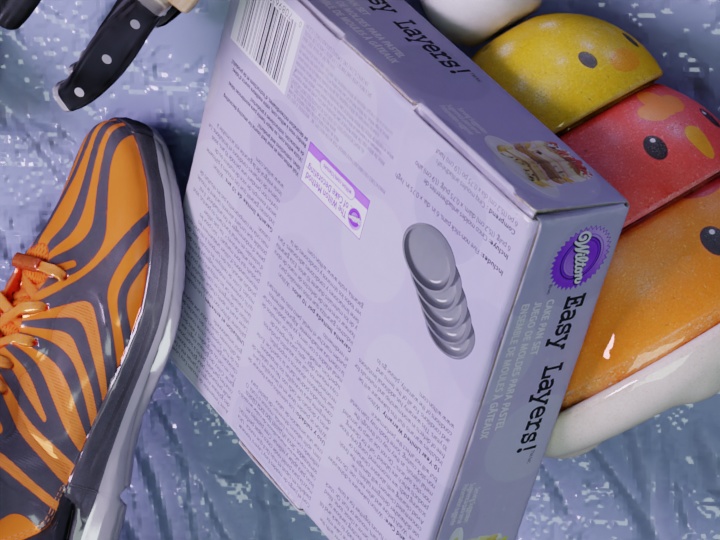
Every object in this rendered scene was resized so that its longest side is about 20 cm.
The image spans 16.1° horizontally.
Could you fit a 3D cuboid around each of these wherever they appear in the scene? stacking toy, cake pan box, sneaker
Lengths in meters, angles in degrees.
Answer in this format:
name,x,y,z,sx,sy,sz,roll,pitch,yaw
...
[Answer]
name,x,y,z,sx,sy,sz,roll,pitch,yaw
stacking toy,0.078,-0.044,0.953,0.146,0.146,0.201,-31,91,23
cake pan box,0.000,0.000,0.950,0.200,0.052,0.185,44,129,39
sneaker,-0.138,0.031,0.994,0.111,0.077,0.202,13,85,-29

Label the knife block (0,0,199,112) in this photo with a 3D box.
name,x,y,z,sx,sy,sz,roll,pitch,yaw
knife block,-0.063,-0.138,0.901,0.064,0.200,0.176,37,87,-8
